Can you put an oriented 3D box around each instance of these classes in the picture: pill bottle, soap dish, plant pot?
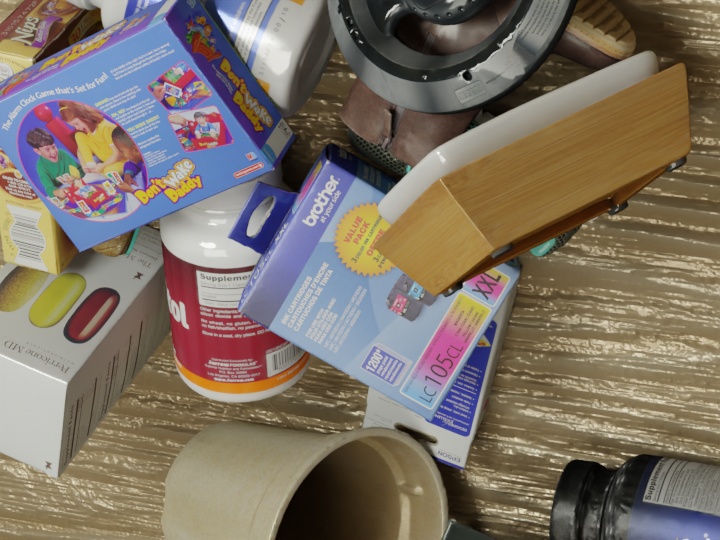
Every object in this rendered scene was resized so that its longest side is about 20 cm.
[{"bbox_3d":[0.253,0.203,1.751,0.199,0.112,0.112,7,127,23],"label":"pill bottle"},{"bbox_3d":[0.119,-0.062,1.533,0.082,0.199,0.157,62,158,6],"label":"soap dish"},{"bbox_3d":[-0.118,-0.199,1.642,0.199,0.112,0.112,25,132,8],"label":"pill bottle"},{"bbox_3d":[-0.099,-0.006,1.776,0.112,0.113,0.201,12,128,19],"label":"pill bottle"},{"bbox_3d":[-0.060,0.208,1.866,0.183,0.200,0.201,15,134,47],"label":"plant pot"}]

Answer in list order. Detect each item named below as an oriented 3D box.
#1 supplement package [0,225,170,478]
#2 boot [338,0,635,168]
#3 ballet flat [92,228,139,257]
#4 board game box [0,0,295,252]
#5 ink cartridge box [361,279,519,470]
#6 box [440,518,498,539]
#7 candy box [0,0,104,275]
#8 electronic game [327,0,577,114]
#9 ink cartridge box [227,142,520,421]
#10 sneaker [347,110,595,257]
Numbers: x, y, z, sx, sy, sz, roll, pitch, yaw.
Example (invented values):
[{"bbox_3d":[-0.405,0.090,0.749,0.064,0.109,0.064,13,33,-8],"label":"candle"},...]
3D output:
[{"bbox_3d":[-0.241,0.051,1.832,0.113,0.200,0.110,21,131,11],"label":"supplement package"},{"bbox_3d":[0.087,-0.139,1.588,0.199,0.072,0.167,30,118,23],"label":"boot"},{"bbox_3d":[-0.178,-0.106,1.728,0.072,0.068,0.201,18,111,-18],"label":"ballet flat"},{"bbox_3d":[-0.164,-0.105,1.627,0.199,0.045,0.135,-20,116,36],"label":"board game box"},{"bbox_3d":[0.062,0.064,1.797,0.094,0.037,0.201,21,128,11],"label":"ink cartridge box"},{"bbox_3d":[0.158,0.270,1.825,0.199,0.048,0.193,23,167,11],"label":"box"},{"bbox_3d":[-0.239,-0.112,1.766,0.056,0.117,0.201,12,129,19],"label":"candy box"},{"bbox_3d":[0.062,-0.205,1.525,0.199,0.042,0.202,-5,80,33],"label":"electronic game"},{"bbox_3d":[0.000,0.000,1.678,0.199,0.076,0.137,29,101,-5],"label":"ink cartridge box"},{"bbox_3d":[0.077,-0.070,1.650,0.199,0.091,0.078,19,130,14],"label":"sneaker"}]
